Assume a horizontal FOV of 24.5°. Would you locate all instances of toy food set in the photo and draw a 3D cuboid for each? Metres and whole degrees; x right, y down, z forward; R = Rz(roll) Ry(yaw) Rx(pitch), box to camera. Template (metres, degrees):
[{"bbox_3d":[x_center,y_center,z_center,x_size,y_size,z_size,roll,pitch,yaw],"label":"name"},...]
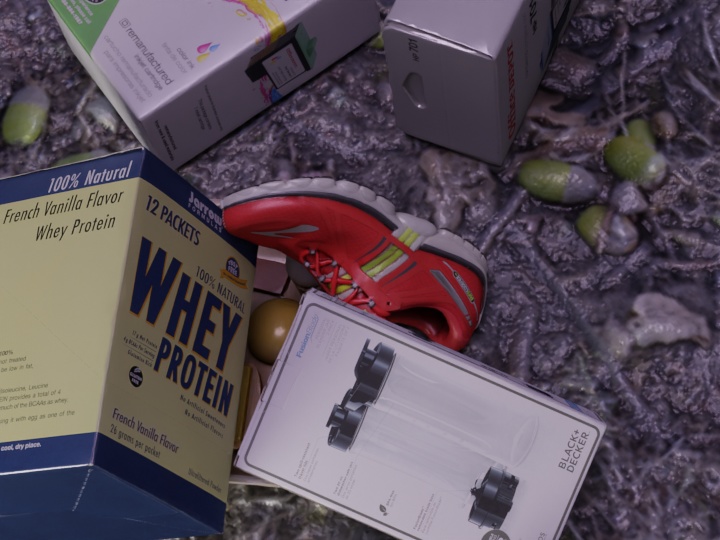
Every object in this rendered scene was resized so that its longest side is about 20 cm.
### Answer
[{"bbox_3d":[-0.075,0.048,1.104,0.142,0.061,0.202,2,64,9],"label":"toy food set"}]

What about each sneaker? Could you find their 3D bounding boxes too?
[{"bbox_3d":[0.000,0.000,1.064,0.198,0.077,0.086,20,67,-26],"label":"sneaker"}]

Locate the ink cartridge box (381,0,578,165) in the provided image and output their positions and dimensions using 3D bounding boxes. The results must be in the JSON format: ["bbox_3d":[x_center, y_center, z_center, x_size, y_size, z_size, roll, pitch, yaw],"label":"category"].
[{"bbox_3d":[0.097,-0.199,1.150,0.085,0.147,0.201,20,69,15],"label":"ink cartridge box"}]

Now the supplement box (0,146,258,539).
[{"bbox_3d":[-0.188,0.056,1.042,0.198,0.134,0.202,-9,61,28],"label":"supplement box"}]

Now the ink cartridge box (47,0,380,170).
[{"bbox_3d":[-0.106,-0.191,1.211,0.199,0.084,0.145,-35,64,-10],"label":"ink cartridge box"}]

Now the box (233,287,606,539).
[{"bbox_3d":[0.036,0.101,1.011,0.198,0.060,0.118,22,94,1],"label":"box"}]
